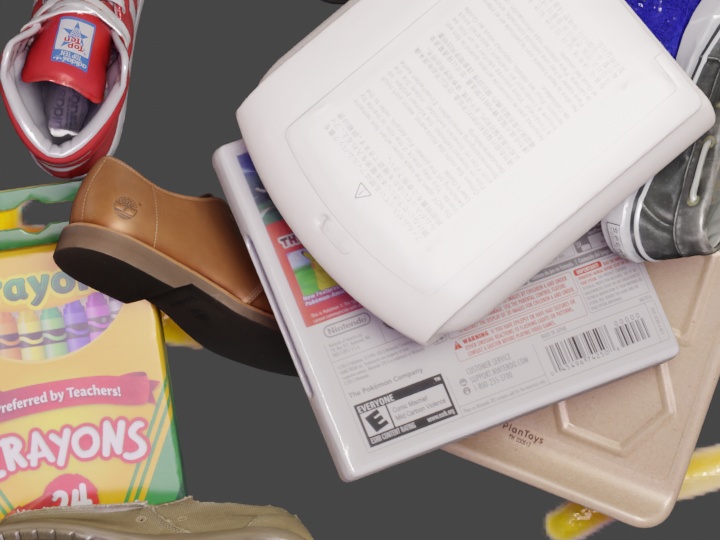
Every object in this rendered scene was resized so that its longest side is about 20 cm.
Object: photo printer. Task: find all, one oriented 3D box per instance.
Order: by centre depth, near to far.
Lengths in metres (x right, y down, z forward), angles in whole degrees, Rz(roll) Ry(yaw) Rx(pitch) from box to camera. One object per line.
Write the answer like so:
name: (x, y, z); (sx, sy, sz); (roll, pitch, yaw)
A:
photo printer: (0.050, -0.074, 1.474); (0.200, 0.069, 0.167); (-40, 83, -1)

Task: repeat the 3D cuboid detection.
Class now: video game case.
video game case: (0.045, -0.007, 1.530); (0.199, 0.023, 0.183); (-19, 80, -22)

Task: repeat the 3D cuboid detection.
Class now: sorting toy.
sorting toy: (0.112, 0.015, 1.606); (0.184, 0.036, 0.201); (21, 100, 14)

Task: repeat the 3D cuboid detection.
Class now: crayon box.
crayon box: (-0.168, 0.054, 1.614); (0.126, 0.051, 0.202); (-9, 93, -2)

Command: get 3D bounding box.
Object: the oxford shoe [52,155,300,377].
oxford shoe: (-0.071, 0.001, 1.584); (0.200, 0.071, 0.072); (33, 60, -36)

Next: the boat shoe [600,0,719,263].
boat shoe: (0.196, -0.079, 1.537); (0.071, 0.072, 0.201); (10, 59, 33)

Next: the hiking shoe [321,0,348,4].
hiking shoe: (-0.020, -0.243, 1.579); (0.075, 0.101, 0.201); (-16, 94, -3)

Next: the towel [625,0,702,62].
towel: (0.141, -0.195, 1.567); (0.147, 0.049, 0.201); (29, 73, -19)

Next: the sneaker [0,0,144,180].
sneaker: (-0.148, -0.149, 1.571); (0.071, 0.112, 0.202); (3, 91, 0)

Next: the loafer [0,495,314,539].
loafer: (-0.113, 0.160, 1.571); (0.198, 0.067, 0.077); (2, 104, 11)
